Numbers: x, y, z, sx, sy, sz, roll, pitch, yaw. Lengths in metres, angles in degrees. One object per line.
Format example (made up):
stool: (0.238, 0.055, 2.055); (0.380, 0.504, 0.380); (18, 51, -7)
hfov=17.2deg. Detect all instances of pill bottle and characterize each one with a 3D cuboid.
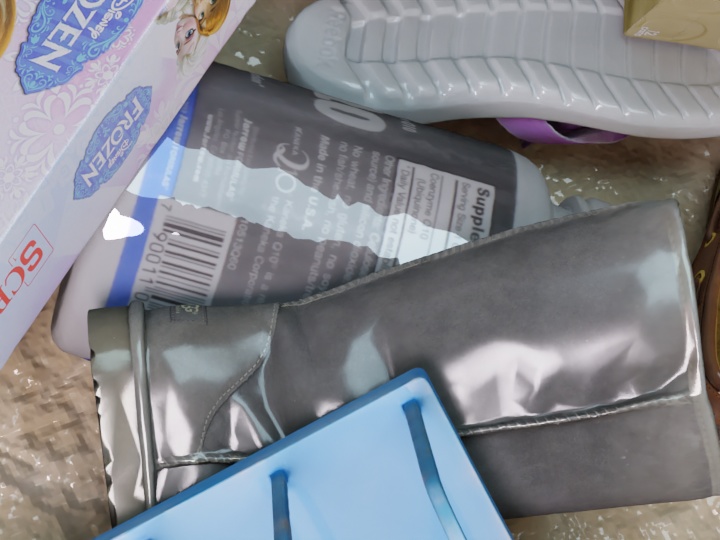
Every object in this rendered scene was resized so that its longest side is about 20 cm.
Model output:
pill bottle: (0.000, 0.000, 0.841); (0.199, 0.114, 0.114); (16, 62, -9)

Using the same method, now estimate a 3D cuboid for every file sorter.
file sorter: (-0.034, 0.147, 0.689); (0.199, 0.123, 0.139); (-28, 101, 2)

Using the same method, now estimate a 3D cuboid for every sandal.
sandal: (0.064, -0.076, 0.937); (0.202, 0.050, 0.083); (4, 48, -15)

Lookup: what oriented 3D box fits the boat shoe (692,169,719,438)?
boat shoe: (0.168, -0.010, 0.922); (0.072, 0.068, 0.200); (32, 60, 0)

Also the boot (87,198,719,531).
boot: (0.019, 0.075, 0.774); (0.199, 0.073, 0.183); (-7, 106, -5)

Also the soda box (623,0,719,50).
soda box: (0.161, -0.139, 0.854); (0.067, 0.200, 0.064); (7, 75, -14)

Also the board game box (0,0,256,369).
board game box: (-0.168, -0.055, 0.788); (0.199, 0.041, 0.200); (22, 69, 28)
